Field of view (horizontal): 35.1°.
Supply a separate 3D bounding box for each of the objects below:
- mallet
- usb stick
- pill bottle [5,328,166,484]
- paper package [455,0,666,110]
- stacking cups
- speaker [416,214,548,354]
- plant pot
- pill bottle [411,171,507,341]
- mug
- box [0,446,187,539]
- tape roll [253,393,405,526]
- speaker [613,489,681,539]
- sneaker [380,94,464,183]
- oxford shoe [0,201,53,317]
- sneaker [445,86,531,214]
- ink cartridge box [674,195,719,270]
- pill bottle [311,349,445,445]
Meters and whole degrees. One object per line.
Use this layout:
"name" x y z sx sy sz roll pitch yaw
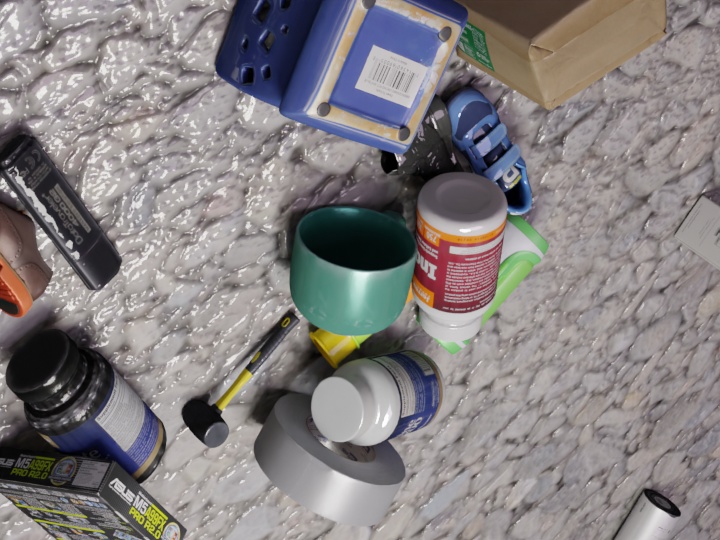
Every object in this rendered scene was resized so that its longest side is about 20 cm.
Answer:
"mallet" -0.143 0.140 1.451 0.200 0.066 0.041 -45 134 -1
"usb stick" -0.321 -0.058 1.225 0.056 0.032 0.201 -52 137 -25
"pill bottle" -0.318 0.162 1.318 0.111 0.112 0.201 -38 132 -6
"paper package" 0.220 -0.301 1.319 0.189 0.200 0.104 -33 132 -12
"stacking cups" 0.024 0.043 1.507 0.199 0.060 0.061 -41 132 -8
"speaker" 0.167 0.017 1.565 0.200 0.088 0.088 -48 132 2
"plant pot" -0.012 -0.244 1.218 0.198 0.180 0.203 13 110 -38
"pill bottle" 0.121 -0.012 1.430 0.111 0.113 0.203 -18 134 -22
"mug" 0.001 0.006 1.403 0.182 0.152 0.116 -8 126 -29
"box" -0.325 0.274 1.337 0.161 0.197 0.045 56 46 -41
"tape roll" -0.040 0.246 1.496 0.198 0.200 0.067 18 108 -39
"speaker" 0.510 0.512 2.109 0.080 0.081 0.202 14 110 -38
"sneaker" 0.068 -0.142 1.419 0.103 0.060 0.202 -29 126 -15
"oxford shoe" -0.388 -0.050 1.184 0.073 0.070 0.202 -52 135 -38
"sneaker" 0.170 -0.151 1.463 0.074 0.082 0.201 -39 130 -4
"ink cartridge box" 0.607 -0.016 1.756 0.145 0.200 0.083 24 105 -41
"pill bottle" 0.023 0.170 1.507 0.199 0.110 0.112 -4 124 -57
